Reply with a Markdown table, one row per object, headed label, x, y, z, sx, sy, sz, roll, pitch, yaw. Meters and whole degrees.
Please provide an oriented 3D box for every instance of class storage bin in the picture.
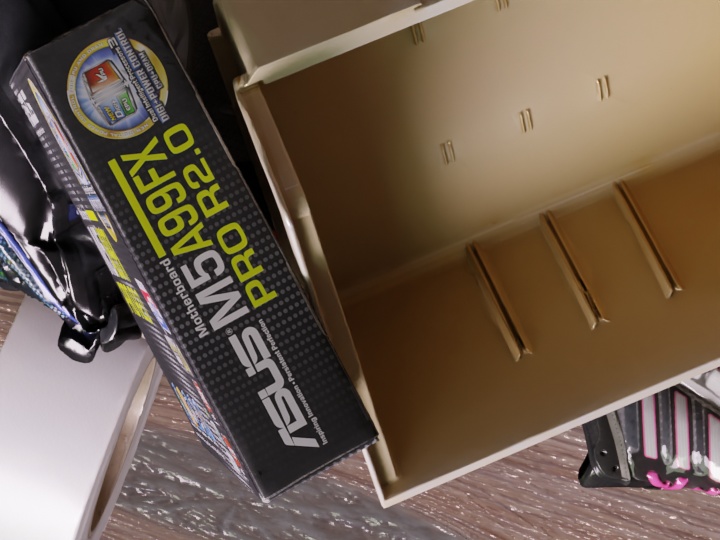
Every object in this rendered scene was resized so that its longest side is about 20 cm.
| label | x | y | z | sx | sy | sz | roll | pitch | yaw |
| --- | --- | --- | --- | --- | --- | --- | --- | --- | --- |
| storage bin | 0.068 | -0.041 | 0.888 | 0.199 | 0.094 | 0.199 | -22 | 146 | -3 |

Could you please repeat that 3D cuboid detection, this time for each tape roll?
| label | x | y | z | sx | sy | sz | roll | pitch | yaw |
| --- | --- | --- | --- | --- | --- | --- | --- | --- | --- |
| tape roll | -0.158 | 0.082 | 1.399 | 0.071 | 0.203 | 0.203 | 20 | 153 | 0 |

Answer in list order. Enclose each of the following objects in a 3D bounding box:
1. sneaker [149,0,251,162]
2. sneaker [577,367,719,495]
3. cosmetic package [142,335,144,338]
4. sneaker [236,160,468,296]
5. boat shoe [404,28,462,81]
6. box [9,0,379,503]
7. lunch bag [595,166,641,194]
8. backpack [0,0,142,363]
| label | x | y | z | sx | sy | sz | roll | pitch | yaw |
| --- | --- | --- | --- | --- | --- | --- | --- | --- | --- |
| sneaker | -0.059 | -0.136 | 0.945 | 0.070 | 0.080 | 0.201 | -16 | 133 | -15 |
| sneaker | 0.149 | 0.082 | 1.251 | 0.200 | 0.088 | 0.074 | 41 | -176 | 2 |
| cosmetic package | -0.070 | -0.016 | 1.267 | 0.200 | 0.104 | 0.087 | 32 | 151 | -19 |
| sneaker | 0.000 | 0.001 | 1.048 | 0.201 | 0.067 | 0.108 | 27 | 148 | 3 |
| boat shoe | 0.009 | -0.095 | 0.996 | 0.072 | 0.068 | 0.200 | 22 | 173 | -3 |
| box | -0.064 | -0.009 | 0.904 | 0.161 | 0.044 | 0.200 | 62 | 173 | -6 |
| lunch bag | 0.112 | -0.029 | 1.099 | 0.200 | 0.118 | 0.164 | 31 | 153 | -22 |
| backpack | -0.135 | -0.102 | 1.069 | 0.147 | 0.183 | 0.200 | 21 | 155 | 46 |
